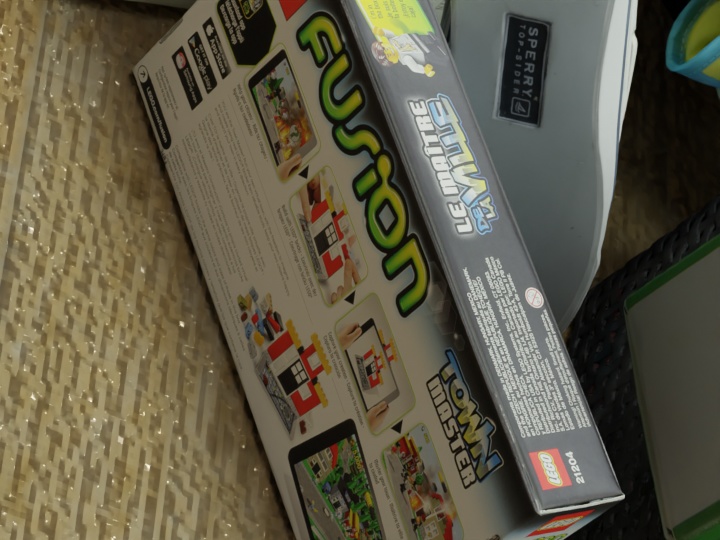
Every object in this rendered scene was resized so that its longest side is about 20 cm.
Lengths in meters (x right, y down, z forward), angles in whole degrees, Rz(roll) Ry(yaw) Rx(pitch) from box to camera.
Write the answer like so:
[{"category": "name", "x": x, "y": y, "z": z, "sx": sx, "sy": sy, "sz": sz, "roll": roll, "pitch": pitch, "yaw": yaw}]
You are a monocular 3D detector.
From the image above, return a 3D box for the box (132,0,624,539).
[{"category": "box", "x": 0.000, "y": 0.000, "z": 0.829, "sx": 0.035, "sy": 0.110, "sz": 0.201, "roll": -6, "pitch": 68, "yaw": -39}]

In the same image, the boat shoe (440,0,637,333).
[{"category": "boat shoe", "x": 0.056, "y": -0.058, "z": 0.859, "sx": 0.073, "sy": 0.201, "sz": 0.065, "roll": 21, "pitch": 37, "yaw": 8}]

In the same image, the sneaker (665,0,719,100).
[{"category": "sneaker", "x": 0.171, "y": -0.053, "z": 0.899, "sx": 0.130, "sy": 0.080, "sz": 0.201, "roll": -22, "pitch": 107, "yaw": -5}]

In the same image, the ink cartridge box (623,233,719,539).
[{"category": "ink cartridge box", "x": 0.201, "y": 0.026, "z": 0.812, "sx": 0.199, "sy": 0.146, "sz": 0.084, "roll": 9, "pitch": 59, "yaw": -34}]

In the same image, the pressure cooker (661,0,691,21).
[{"category": "pressure cooker", "x": 0.185, "y": -0.157, "z": 0.998, "sx": 0.176, "sy": 0.179, "sz": 0.200, "roll": 39, "pitch": 89, "yaw": 2}]

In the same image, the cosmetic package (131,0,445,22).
[{"category": "cosmetic package", "x": 0.002, "y": -0.190, "z": 0.905, "sx": 0.199, "sy": 0.167, "sz": 0.167, "roll": 5, "pitch": 60, "yaw": -35}]

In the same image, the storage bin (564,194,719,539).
[{"category": "storage bin", "x": 0.135, "y": 0.085, "z": 0.890, "sx": 0.135, "sy": 0.094, "sz": 0.201, "roll": 30, "pitch": 49, "yaw": -18}]
